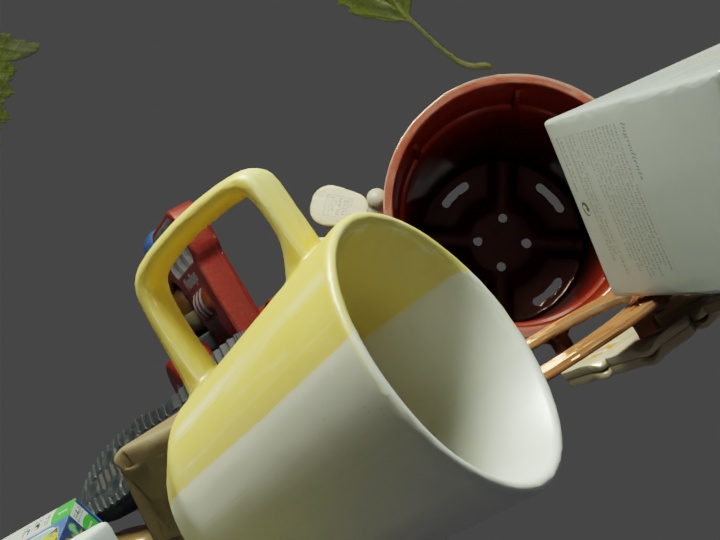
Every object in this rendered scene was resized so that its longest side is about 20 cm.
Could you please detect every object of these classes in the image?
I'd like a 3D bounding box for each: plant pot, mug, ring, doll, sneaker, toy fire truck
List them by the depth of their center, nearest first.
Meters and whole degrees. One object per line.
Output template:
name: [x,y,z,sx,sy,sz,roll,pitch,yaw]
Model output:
mug: [-0.016,0.063,0.786,0.153,0.187,0.149,-40,-39,27]
ring: [0.102,0.055,0.944,0.200,0.019,0.200,-31,0,0]
sneaker: [-0.119,0.133,1.240,0.200,0.082,0.070,-39,37,16]
doll: [0.000,0.000,1.265,0.048,0.137,0.200,4,-19,10]
plant pot: [0.120,-0.036,1.337,0.201,0.201,0.195,-31,-8,-2]
toy fire truck: [-0.123,0.030,1.396,0.112,0.168,0.200,-29,-1,-16]

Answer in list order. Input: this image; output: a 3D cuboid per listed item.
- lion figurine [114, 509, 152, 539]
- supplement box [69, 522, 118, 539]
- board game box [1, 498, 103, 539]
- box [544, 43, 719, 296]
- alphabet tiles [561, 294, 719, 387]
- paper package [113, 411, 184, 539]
lion figurine: [-0.147,0.197,1.281,0.122,0.073,0.200,-21,20,34]
supplement box: [-0.134,0.173,0.524,0.101,0.103,0.200,-32,2,22]
board game box: [-0.282,0.261,1.218,0.200,0.034,0.135,-31,26,28]
box: [0.210,-0.065,0.832,0.152,0.107,0.200,-24,6,-15]
alphabet tiles: [0.208,0.008,0.957,0.200,0.015,0.196,-32,1,-26]
paper package: [-0.034,0.102,1.091,0.200,0.104,0.191,-31,1,-29]
